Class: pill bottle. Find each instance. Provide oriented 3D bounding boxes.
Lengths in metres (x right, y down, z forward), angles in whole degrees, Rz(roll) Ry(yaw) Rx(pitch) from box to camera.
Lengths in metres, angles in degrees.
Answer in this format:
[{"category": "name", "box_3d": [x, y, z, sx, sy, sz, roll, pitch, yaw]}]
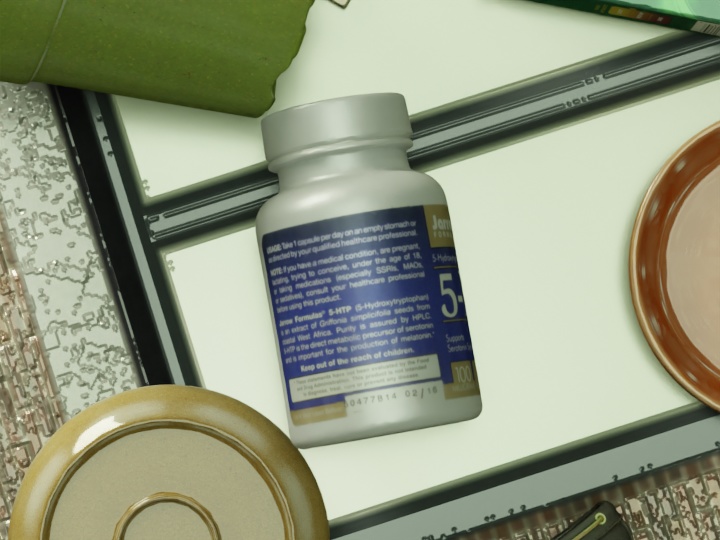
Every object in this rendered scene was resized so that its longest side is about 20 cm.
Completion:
[{"category": "pill bottle", "box_3d": [0.000, 0.000, 1.587, 0.119, 0.120, 0.201, -10, 87, -2]}]

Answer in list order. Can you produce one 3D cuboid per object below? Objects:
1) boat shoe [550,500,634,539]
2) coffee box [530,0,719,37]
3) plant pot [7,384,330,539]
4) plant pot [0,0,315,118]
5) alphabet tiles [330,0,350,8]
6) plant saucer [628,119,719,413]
[{"category": "boat shoe", "box_3d": [0.078, 0.208, 1.602, 0.201, 0.072, 0.061, -26, 83, -10]}, {"category": "coffee box", "box_3d": [0.182, -0.216, 1.646, 0.199, 0.044, 0.123, 12, 86, -1]}, {"category": "plant pot", "box_3d": [-0.118, 0.170, 1.619, 0.199, 0.027, 0.201, 0, 86, -2]}, {"category": "plant pot", "box_3d": [-0.129, -0.177, 1.580, 0.189, 0.200, 0.201, 17, 85, -13]}, {"category": "alphabet tiles", "box_3d": [-0.054, -0.286, 1.664, 0.200, 0.008, 0.168, 30, 86, 0]}, {"category": "plant saucer", "box_3d": [0.265, -0.002, 1.639, 0.199, 0.032, 0.201, 0, 86, -2]}]
